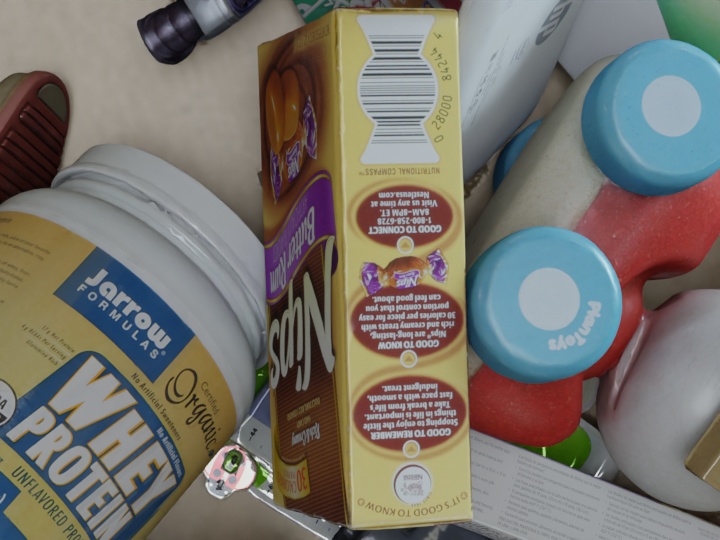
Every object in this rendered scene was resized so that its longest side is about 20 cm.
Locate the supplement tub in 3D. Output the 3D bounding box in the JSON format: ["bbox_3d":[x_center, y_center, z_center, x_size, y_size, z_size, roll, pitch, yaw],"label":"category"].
[{"bbox_3d":[-0.136,0.056,0.955,0.145,0.145,0.200,42,64,-4],"label":"supplement tub"}]

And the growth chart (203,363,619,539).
[{"bbox_3d":[0.020,0.077,1.045,0.200,0.018,0.145,26,86,2],"label":"growth chart"}]

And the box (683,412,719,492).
[{"bbox_3d":[0.248,0.039,0.922,0.163,0.021,0.200,34,94,-27],"label":"box"}]

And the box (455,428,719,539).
[{"bbox_3d":[0.104,0.116,1.011,0.200,0.039,0.041,22,78,-19],"label":"box"}]

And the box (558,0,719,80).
[{"bbox_3d":[0.126,-0.143,0.989,0.200,0.144,0.036,49,52,-4],"label":"box"}]

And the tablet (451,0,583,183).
[{"bbox_3d":[0.066,-0.100,0.944,0.014,0.200,0.130,38,54,12],"label":"tablet"}]

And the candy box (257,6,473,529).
[{"bbox_3d":[0.000,0.000,0.903,0.056,0.117,0.200,-3,89,-17],"label":"candy box"}]

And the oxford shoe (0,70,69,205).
[{"bbox_3d":[-0.206,-0.014,1.015,0.075,0.070,0.200,27,77,26],"label":"oxford shoe"}]

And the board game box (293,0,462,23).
[{"bbox_3d":[-0.007,-0.175,1.015,0.096,0.030,0.200,-28,92,29],"label":"board game box"}]

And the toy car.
[{"bbox_3d":[0.139,0.025,0.960,0.200,0.184,0.177,35,78,-5],"label":"toy car"}]

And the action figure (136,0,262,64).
[{"bbox_3d":[-0.016,-0.167,0.971,0.200,0.069,0.130,-25,89,25],"label":"action figure"}]

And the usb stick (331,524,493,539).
[{"bbox_3d":[0.078,0.167,1.008,0.200,0.033,0.055,37,64,4],"label":"usb stick"}]
